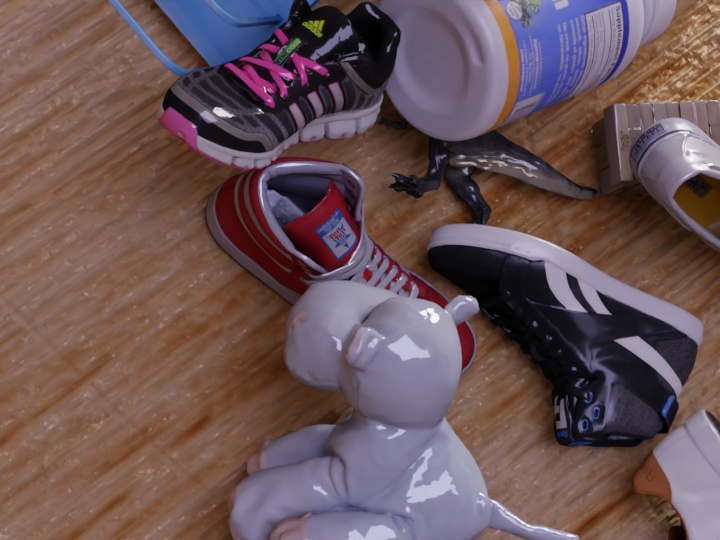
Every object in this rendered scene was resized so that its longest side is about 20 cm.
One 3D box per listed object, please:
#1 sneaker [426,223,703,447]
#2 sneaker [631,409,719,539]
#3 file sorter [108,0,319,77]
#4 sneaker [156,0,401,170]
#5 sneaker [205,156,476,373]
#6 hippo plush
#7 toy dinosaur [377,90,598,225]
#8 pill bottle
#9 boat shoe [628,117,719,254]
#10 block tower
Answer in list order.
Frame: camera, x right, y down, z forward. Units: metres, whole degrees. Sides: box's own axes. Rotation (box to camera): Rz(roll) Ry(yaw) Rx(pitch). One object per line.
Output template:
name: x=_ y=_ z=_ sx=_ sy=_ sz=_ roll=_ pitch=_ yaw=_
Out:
sneaker: x=0.125 y=0.052 z=1.659 sx=0.199 sy=0.073 sz=0.112 roll=22 pitch=71 yaw=-15
sneaker: x=0.252 y=0.190 z=1.689 sx=0.085 sy=0.073 sz=0.200 roll=-37 pitch=99 yaw=9
file sorter: x=-0.071 y=-0.230 z=1.568 sx=0.200 sy=0.123 sz=0.139 roll=-42 pitch=85 yaw=16
sneaker: x=-0.044 y=-0.121 z=1.557 sx=0.074 sy=0.088 sz=0.200 roll=42 pitch=34 yaw=23
sneaker: x=0.000 y=0.000 z=1.606 sx=0.200 sy=0.112 sz=0.071 roll=33 pitch=71 yaw=-9
hippo plush: x=0.002 y=0.096 z=1.524 sx=0.159 sy=0.200 sz=0.161 roll=-27 pitch=126 yaw=-34
toy dinosaur: x=0.065 y=-0.072 z=1.681 sx=0.200 sy=0.047 sz=0.088 roll=32 pitch=64 yaw=-14
pill bottle: x=0.113 y=-0.163 z=1.663 sx=0.200 sy=0.112 sz=0.112 roll=-25 pitch=87 yaw=-40
boat shoe: x=0.261 y=-0.030 z=1.690 sx=0.200 sy=0.070 sz=0.071 roll=32 pitch=110 yaw=-36
block tower: x=0.253 y=-0.085 z=1.741 sx=0.199 sy=0.058 sz=0.054 roll=-3 pitch=80 yaw=-21
